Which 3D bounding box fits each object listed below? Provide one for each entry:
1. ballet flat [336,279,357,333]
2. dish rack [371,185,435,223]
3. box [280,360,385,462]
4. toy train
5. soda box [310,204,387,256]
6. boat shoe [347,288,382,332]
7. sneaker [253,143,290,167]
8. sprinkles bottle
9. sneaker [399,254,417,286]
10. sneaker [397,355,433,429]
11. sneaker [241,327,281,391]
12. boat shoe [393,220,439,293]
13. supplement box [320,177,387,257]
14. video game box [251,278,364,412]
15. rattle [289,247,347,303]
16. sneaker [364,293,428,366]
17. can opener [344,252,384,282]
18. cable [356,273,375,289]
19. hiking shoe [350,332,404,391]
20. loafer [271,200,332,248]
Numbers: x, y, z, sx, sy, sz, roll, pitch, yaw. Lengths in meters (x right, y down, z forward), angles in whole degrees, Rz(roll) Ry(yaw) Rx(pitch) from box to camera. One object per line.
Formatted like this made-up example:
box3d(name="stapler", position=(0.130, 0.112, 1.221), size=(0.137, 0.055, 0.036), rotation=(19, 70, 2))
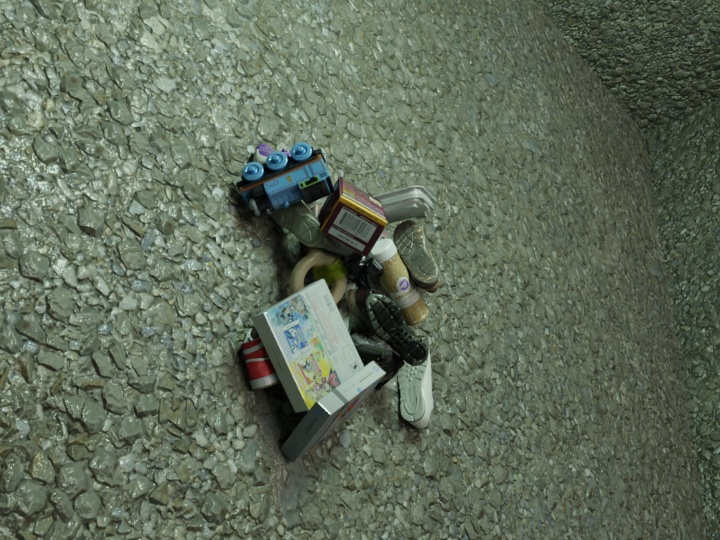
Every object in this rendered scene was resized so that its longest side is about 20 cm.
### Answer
box3d(name="ballet flat", position=(-0.054, 0.095, 1.724), size=(0.069, 0.069, 0.200), rotation=(42, 39, -29))
box3d(name="dish rack", position=(0.068, -0.137, 1.852), size=(0.172, 0.199, 0.044), rotation=(28, 50, -69))
box3d(name="box", position=(-0.051, 0.269, 1.544), size=(0.041, 0.156, 0.200), rotation=(43, 34, 12))
box3d(name="toy train", position=(-0.154, -0.181, 1.637), size=(0.087, 0.199, 0.114), rotation=(74, -7, -63))
box3d(name="soda box", position=(-0.035, -0.078, 1.798), size=(0.200, 0.064, 0.069), rotation=(17, 57, -30))
box3d(name="boat shoe", position=(0.041, 0.089, 1.758), size=(0.200, 0.065, 0.072), rotation=(40, 48, -52))
box3d(name="sneaker", position=(-0.148, -0.223, 1.760), size=(0.200, 0.081, 0.084), rotation=(25, 47, -41))
box3d(name="sprinkles bottle", position=(0.083, 0.028, 1.791), size=(0.200, 0.068, 0.068), rotation=(61, 36, -21))
box3d(name="sneaker", position=(0.141, -0.013, 1.958), size=(0.200, 0.078, 0.085), rotation=(50, 21, -73))
box3d(name="sneaker", position=(0.135, 0.267, 1.860), size=(0.080, 0.076, 0.201), rotation=(42, 46, -46))
box3d(name="sneaker", position=(-0.149, 0.150, 1.558), size=(0.200, 0.071, 0.113), rotation=(-19, 89, -51))
box3d(name="boat shoe", position=(0.128, -0.029, 1.827), size=(0.072, 0.076, 0.200), rotation=(64, 7, -51))
box3d(name="supplement box", position=(-0.017, -0.113, 1.652), size=(0.110, 0.086, 0.200), rotation=(30, 14, -11))
box3d(name="video game box", position=(-0.096, 0.141, 1.531), size=(0.182, 0.047, 0.201), rotation=(-30, 98, -50))
box3d(name="rattle", position=(-0.126, 0.048, 1.682), size=(0.130, 0.143, 0.201), rotation=(26, 87, -48))
box3d(name="sneaker", position=(0.064, 0.125, 1.704), size=(0.075, 0.079, 0.200), rotation=(-42, 116, -11))
box3d(name="can opener", position=(0.000, 0.000, 1.714), size=(0.063, 0.200, 0.079), rotation=(-38, 87, -10))
box3d(name="cable", position=(0.044, 0.015, 1.900), size=(0.163, 0.051, 0.201), rotation=(13, 64, -42))
box3d(name="hiking shoe", position=(0.023, 0.202, 1.702), size=(0.101, 0.076, 0.200), rotation=(-59, 143, -6))
box3d(name="loafer", position=(-0.130, -0.109, 1.683), size=(0.200, 0.072, 0.063), rotation=(47, 11, 34))
